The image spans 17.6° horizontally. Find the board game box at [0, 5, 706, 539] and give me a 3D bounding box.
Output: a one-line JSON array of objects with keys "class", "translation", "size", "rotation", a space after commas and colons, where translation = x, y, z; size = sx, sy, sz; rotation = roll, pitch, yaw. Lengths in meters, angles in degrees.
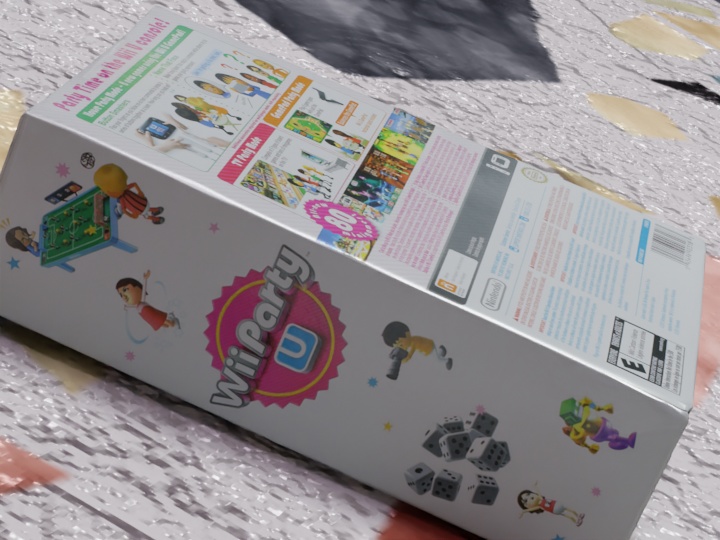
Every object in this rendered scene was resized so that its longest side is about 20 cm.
[{"class": "board game box", "translation": [0.000, 0.000, 0.698], "size": [0.199, 0.065, 0.148], "rotation": [25, 20, 2]}]
